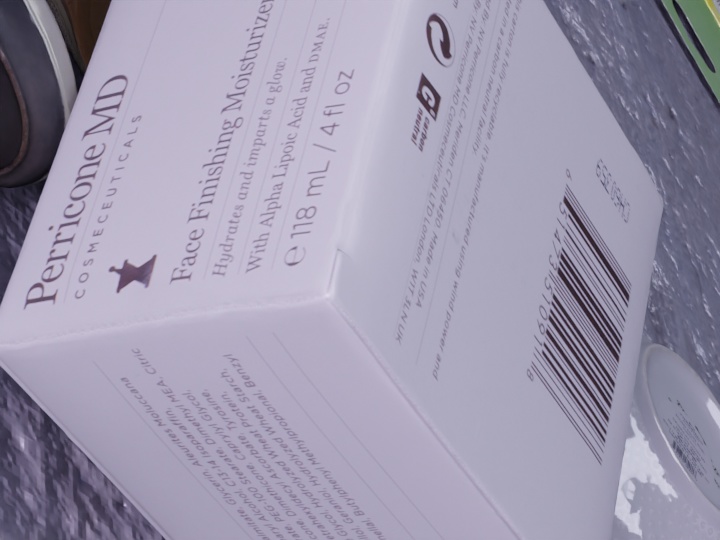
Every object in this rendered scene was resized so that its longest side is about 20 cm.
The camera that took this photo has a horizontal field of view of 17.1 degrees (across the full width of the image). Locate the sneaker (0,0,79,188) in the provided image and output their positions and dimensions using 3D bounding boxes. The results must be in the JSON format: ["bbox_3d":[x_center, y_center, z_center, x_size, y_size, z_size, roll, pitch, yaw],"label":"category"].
[{"bbox_3d":[-0.181,-0.094,0.778,0.200,0.075,0.106,53,35,-9],"label":"sneaker"}]

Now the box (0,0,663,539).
[{"bbox_3d":[0.000,0.000,0.831,0.200,0.130,0.199,52,39,-40],"label":"box"}]

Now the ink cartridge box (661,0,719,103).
[{"bbox_3d":[0.284,-0.188,1.795,0.146,0.048,0.200,61,22,5],"label":"ink cartridge box"}]

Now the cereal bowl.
[{"bbox_3d":[0.124,0.094,1.109,0.200,0.083,0.200,45,27,-30],"label":"cereal bowl"}]

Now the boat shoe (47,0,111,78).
[{"bbox_3d":[-0.096,-0.116,0.967,0.065,0.072,0.200,88,-17,-57],"label":"boat shoe"}]
